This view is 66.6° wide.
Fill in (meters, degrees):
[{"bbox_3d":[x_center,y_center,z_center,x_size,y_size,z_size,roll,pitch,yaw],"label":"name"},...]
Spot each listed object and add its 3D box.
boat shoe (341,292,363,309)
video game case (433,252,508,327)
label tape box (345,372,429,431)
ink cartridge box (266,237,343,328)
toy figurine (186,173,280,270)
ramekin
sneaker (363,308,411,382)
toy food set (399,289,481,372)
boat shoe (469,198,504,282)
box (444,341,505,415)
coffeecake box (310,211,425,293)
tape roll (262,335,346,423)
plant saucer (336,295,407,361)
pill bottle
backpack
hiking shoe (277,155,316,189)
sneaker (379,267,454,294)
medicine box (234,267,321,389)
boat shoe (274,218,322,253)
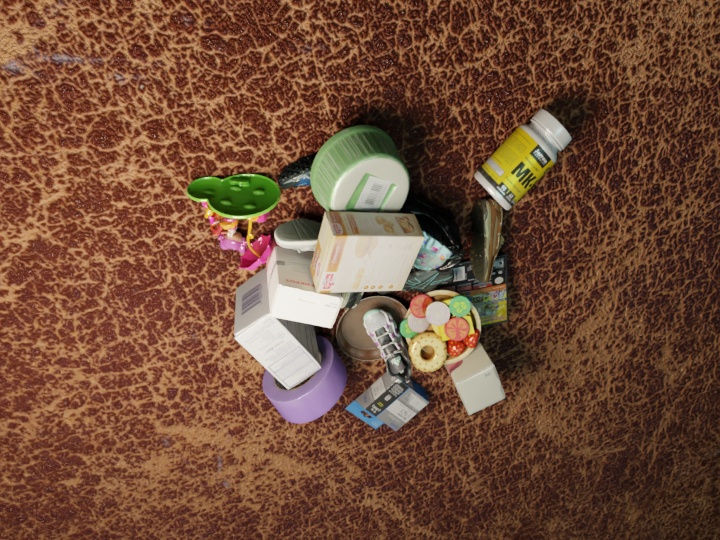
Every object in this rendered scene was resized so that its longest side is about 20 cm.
[{"bbox_3d":[0.000,0.000,1.298,0.066,0.072,0.204,13,110,-40],"label":"boat shoe"},{"bbox_3d":[0.282,0.061,1.399,0.194,0.026,0.186,-10,108,-7],"label":"video game case"},{"bbox_3d":[0.075,0.382,1.547,0.200,0.064,0.143,-43,120,14],"label":"label tape box"},{"bbox_3d":[-0.128,0.023,1.198,0.143,0.202,0.084,13,119,-19],"label":"ink cartridge box"},{"bbox_3d":[-0.260,-0.087,1.160,0.194,0.152,0.188,9,131,7],"label":"toy figurine"},{"bbox_3d":[0.004,-0.176,1.101,0.195,0.099,0.204,-16,136,-16],"label":"ramekin"},{"bbox_3d":[0.078,0.196,1.348,0.077,0.141,0.201,-31,123,8],"label":"sneaker"},{"bbox_3d":[0.195,0.141,1.333,0.194,0.049,0.203,-16,106,12],"label":"toy food set"},{"bbox_3d":[0.311,-0.071,1.312,0.072,0.076,0.206,-10,114,-18],"label":"boat shoe"},{"bbox_3d":[0.278,0.245,1.428,0.107,0.202,0.130,-25,123,3],"label":"box"},{"bbox_3d":[0.011,-0.035,1.107,0.194,0.074,0.156,-1,136,-23],"label":"coffeecake box"},{"bbox_3d":[-0.136,0.263,1.344,0.196,0.202,0.086,-26,124,4],"label":"tape roll"},{"bbox_3d":[0.031,0.143,1.409,0.194,0.035,0.205,-6,123,-10],"label":"plant saucer"},{"bbox_3d":[0.356,-0.244,1.202,0.113,0.115,0.200,34,109,-28],"label":"pill bottle"},{"bbox_3d":[0.126,-0.090,1.221,0.197,0.169,0.127,29,117,-20],"label":"backpack"},{"bbox_3d":[-0.076,-0.196,1.153,0.194,0.075,0.089,-18,123,-2],"label":"hiking shoe"},{"bbox_3d":[0.134,0.026,1.322,0.195,0.076,0.081,-21,112,10],"label":"sneaker"},{"bbox_3d":[-0.190,0.132,1.261,0.101,0.184,0.201,-31,123,9],"label":"medicine box"},{"bbox_3d":[-0.101,-0.069,1.204,0.198,0.075,0.066,-10,138,-39],"label":"boat shoe"}]
